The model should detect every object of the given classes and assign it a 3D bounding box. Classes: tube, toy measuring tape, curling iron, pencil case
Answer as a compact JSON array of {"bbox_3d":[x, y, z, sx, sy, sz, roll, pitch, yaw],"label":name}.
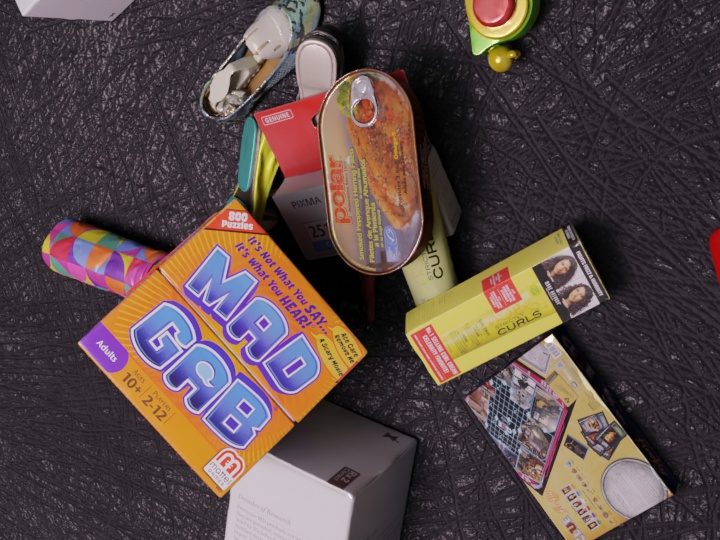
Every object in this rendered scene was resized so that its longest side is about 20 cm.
[{"bbox_3d":[0.068,-0.012,0.904,0.057,0.052,0.203,-23,112,-10],"label":"tube"},{"bbox_3d":[0.134,-0.297,0.820,0.072,0.073,0.204,-2,101,30],"label":"toy measuring tape"},{"bbox_3d":[0.000,0.000,0.952,0.026,0.049,0.203,44,142,37],"label":"curling iron"},{"bbox_3d":[-0.340,-0.011,1.156,0.197,0.088,0.090,19,111,27],"label":"pencil case"}]

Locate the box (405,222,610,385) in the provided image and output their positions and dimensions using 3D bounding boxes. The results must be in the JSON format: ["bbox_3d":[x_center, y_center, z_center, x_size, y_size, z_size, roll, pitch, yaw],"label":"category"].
[{"bbox_3d":[0.146,0.036,0.865,0.198,0.050,0.076,-28,109,16],"label":"box"}]

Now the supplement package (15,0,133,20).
[{"bbox_3d":[-0.349,-0.431,1.014,0.149,0.151,0.203,-28,88,31],"label":"supplement package"}]

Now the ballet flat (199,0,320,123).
[{"bbox_3d":[-0.120,-0.244,0.979,0.074,0.074,0.200,48,120,10],"label":"ballet flat"}]

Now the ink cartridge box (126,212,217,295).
[{"bbox_3d":[-0.176,0.045,1.044,0.160,0.047,0.200,-41,80,-7],"label":"ink cartridge box"}]

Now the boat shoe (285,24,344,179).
[{"bbox_3d":[-0.045,-0.176,0.955,0.066,0.057,0.203,16,130,9],"label":"boat shoe"}]

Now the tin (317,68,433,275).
[{"bbox_3d":[0.015,-0.099,0.856,0.110,0.042,0.204,-4,94,25],"label":"tin"}]

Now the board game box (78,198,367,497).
[{"bbox_3d":[-0.146,0.072,0.893,0.200,0.200,0.200,-43,100,-9],"label":"board game box"}]

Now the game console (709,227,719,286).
[{"bbox_3d":[0.436,0.035,0.758,0.172,0.117,0.204,-11,97,62],"label":"game console"}]

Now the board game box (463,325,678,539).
[{"bbox_3d":[0.221,0.180,0.906,0.135,0.034,0.201,-41,81,31],"label":"board game box"}]

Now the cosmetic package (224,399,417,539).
[{"bbox_3d":[-0.049,0.289,1.011,0.163,0.164,0.204,17,109,25],"label":"cosmetic package"}]

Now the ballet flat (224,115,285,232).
[{"bbox_3d":[-0.124,-0.087,1.021,0.067,0.066,0.203,42,120,50],"label":"ballet flat"}]

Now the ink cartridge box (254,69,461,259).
[{"bbox_3d":[-0.010,-0.106,0.925,0.197,0.045,0.178,-9,123,31],"label":"ink cartridge box"}]
